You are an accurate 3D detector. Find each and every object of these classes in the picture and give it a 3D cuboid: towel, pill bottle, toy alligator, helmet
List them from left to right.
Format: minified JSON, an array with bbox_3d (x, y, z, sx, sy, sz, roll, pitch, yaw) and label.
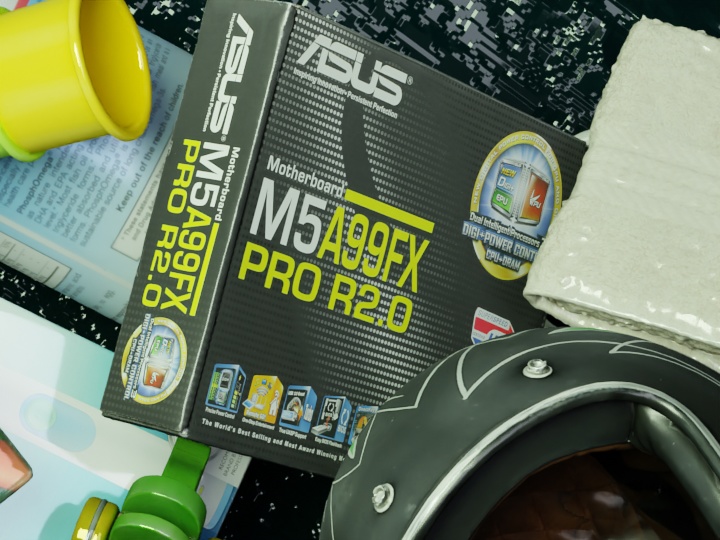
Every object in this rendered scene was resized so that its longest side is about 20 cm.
[{"bbox_3d":[-0.123,-0.055,1.043,0.200,0.109,0.109,28,76,-11],"label":"pill bottle"},{"bbox_3d":[-0.090,0.140,0.935,0.059,0.054,0.200,20,63,2],"label":"toy alligator"},{"bbox_3d":[0.082,0.113,0.957,0.190,0.200,0.200,33,74,17],"label":"helmet"},{"bbox_3d":[0.177,-0.016,1.017,0.199,0.035,0.133,18,69,14],"label":"towel"}]

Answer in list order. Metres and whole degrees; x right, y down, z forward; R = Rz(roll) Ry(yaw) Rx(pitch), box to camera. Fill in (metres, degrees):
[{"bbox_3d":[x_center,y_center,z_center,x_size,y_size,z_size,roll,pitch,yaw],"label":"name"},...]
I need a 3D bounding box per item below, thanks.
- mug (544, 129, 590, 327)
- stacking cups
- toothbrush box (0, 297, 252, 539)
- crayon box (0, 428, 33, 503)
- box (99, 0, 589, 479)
[{"bbox_3d":[0.157,-0.001,1.112,0.199,0.148,0.176,8,73,16],"label":"mug"},{"bbox_3d":[-0.176,-0.050,0.959,0.199,0.060,0.061,-15,87,19],"label":"stacking cups"},{"bbox_3d":[-0.161,0.084,1.027,0.200,0.085,0.147,27,78,-10],"label":"toothbrush box"},{"bbox_3d":[-0.233,0.085,0.938,0.200,0.051,0.127,-39,94,-14],"label":"crayon box"},{"bbox_3d":[0.000,0.000,1.012,0.200,0.044,0.161,21,83,-50],"label":"box"}]
